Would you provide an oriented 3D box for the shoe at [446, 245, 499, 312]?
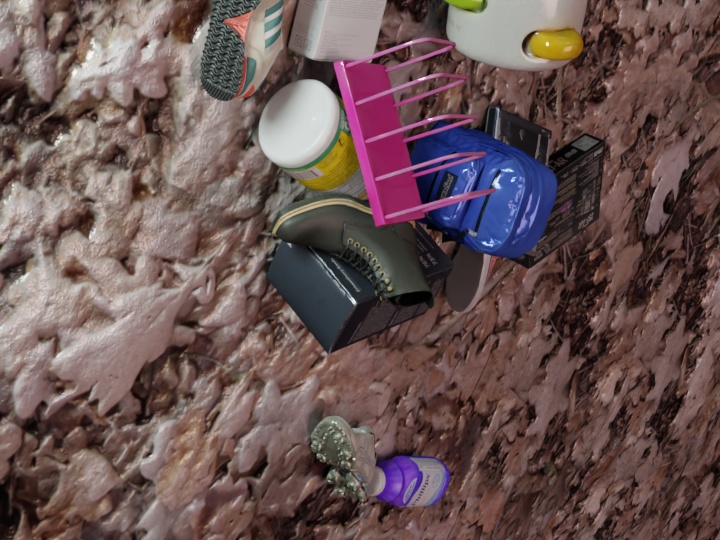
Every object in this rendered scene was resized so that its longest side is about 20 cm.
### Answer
[{"bbox_3d":[0.202,-0.029,1.936,0.090,0.071,0.203,0,110,-44],"label":"shoe"}]

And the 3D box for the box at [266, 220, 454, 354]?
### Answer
[{"bbox_3d":[0.000,0.000,1.629,0.199,0.148,0.105,-19,149,-41],"label":"box"}]

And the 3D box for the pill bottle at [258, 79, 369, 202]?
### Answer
[{"bbox_3d":[-0.032,-0.147,1.537,0.114,0.112,0.200,-58,144,-2],"label":"pill bottle"}]

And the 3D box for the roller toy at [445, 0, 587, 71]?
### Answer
[{"bbox_3d":[0.210,-0.348,1.630,0.183,0.197,0.141,-57,157,-57],"label":"roller toy"}]

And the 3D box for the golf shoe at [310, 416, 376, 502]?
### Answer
[{"bbox_3d":[-0.019,0.267,1.889,0.098,0.077,0.201,-59,154,-31],"label":"golf shoe"}]

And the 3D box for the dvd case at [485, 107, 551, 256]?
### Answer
[{"bbox_3d":[0.234,-0.133,1.878,0.149,0.025,0.203,13,84,-48],"label":"dvd case"}]

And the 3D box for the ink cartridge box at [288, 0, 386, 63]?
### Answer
[{"bbox_3d":[-0.014,-0.355,1.472,0.108,0.050,0.202,-8,118,-48],"label":"ink cartridge box"}]

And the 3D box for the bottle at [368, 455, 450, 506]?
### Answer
[{"bbox_3d":[0.071,0.351,2.042,0.199,0.065,0.084,15,103,-53],"label":"bottle"}]

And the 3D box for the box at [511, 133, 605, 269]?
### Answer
[{"bbox_3d":[0.333,-0.118,2.058,0.199,0.043,0.162,-33,136,-32],"label":"box"}]

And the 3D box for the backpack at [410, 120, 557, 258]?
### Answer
[{"bbox_3d":[0.162,-0.104,1.727,0.167,0.199,0.164,-2,117,-49],"label":"backpack"}]

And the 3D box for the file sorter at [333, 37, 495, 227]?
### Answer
[{"bbox_3d":[0.073,-0.171,1.489,0.139,0.124,0.203,-14,89,-65],"label":"file sorter"}]

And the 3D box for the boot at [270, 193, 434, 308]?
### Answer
[{"bbox_3d":[-0.003,-0.017,1.514,0.198,0.140,0.078,-2,148,-27],"label":"boot"}]

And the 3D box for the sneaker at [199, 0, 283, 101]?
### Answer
[{"bbox_3d":[-0.120,-0.290,1.386,0.093,0.070,0.202,-17,126,-66],"label":"sneaker"}]
